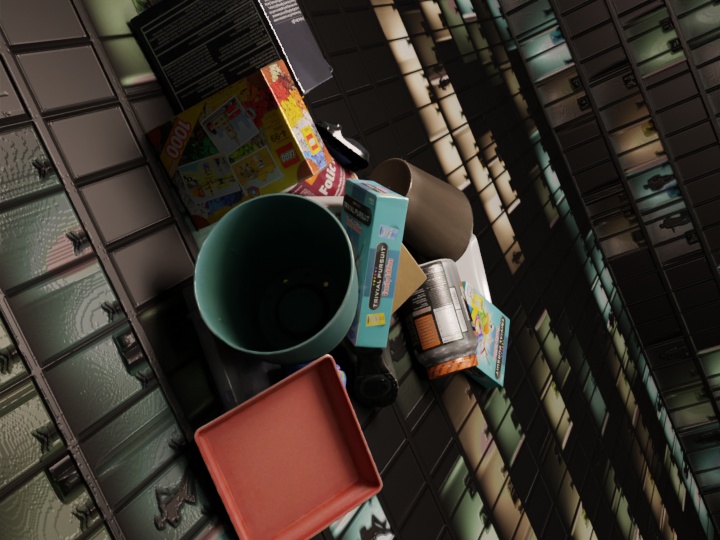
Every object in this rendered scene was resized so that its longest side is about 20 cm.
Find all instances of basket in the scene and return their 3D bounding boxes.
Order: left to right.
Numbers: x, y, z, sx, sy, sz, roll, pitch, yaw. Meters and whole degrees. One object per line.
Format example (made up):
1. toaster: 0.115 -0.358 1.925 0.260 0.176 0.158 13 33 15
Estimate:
1. basket: 0.108 -0.124 1.762 0.199 0.135 0.182 30 45 -46

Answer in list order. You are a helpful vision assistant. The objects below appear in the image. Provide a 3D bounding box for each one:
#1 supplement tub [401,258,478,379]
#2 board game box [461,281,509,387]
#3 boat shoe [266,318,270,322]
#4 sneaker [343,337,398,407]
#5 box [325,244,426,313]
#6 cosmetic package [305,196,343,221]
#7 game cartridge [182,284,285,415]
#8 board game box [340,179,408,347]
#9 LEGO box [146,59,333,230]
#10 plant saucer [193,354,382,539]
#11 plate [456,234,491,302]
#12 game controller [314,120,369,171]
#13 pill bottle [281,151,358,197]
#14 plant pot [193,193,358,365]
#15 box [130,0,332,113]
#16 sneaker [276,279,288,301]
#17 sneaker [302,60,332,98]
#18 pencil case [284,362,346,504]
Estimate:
1. supplement tub: 0.144 0.090 1.682 0.122 0.121 0.203 1 71 -61
2. board game box: 0.236 0.133 1.868 0.200 0.046 0.153 37 55 -46
3. boat shoe: -0.085 0.047 1.356 0.199 0.063 0.072 13 60 -58
4. sneaker: 0.023 0.130 1.444 0.091 0.075 0.202 -77 162 -54
5. box: 0.000 0.000 1.468 0.201 0.163 0.021 51 -9 -33
6. cosmetic package: -0.042 -0.056 1.366 0.198 0.074 0.103 -4 107 -28
7. game cartridge: -0.162 0.107 1.210 0.129 0.038 0.202 -18 88 -59
8. board game box: 0.006 -0.014 1.264 0.151 0.046 0.203 -141 -123 -69
9. LEGO box: -0.160 -0.164 1.216 0.150 0.198 0.077 62 27 -11
10. plant saucer: -0.089 0.234 1.136 0.199 0.037 0.202 -28 106 -24
11. plate: 0.219 -0.001 1.981 0.199 0.032 0.202 20 55 -56
12. game controller: -0.046 -0.196 1.487 0.104 0.042 0.200 44 -8 -12
13. pill bottle: -0.097 -0.150 1.413 0.199 0.113 0.116 33 44 -49
14. plant pot: -0.091 0.028 1.157 0.161 0.198 0.203 61 18 -68
15. box: -0.178 -0.309 1.284 0.200 0.198 0.123 64 27 -12
16. sneaker: -0.092 0.109 1.293 0.072 0.082 0.203 -106 -163 -77
17. sneaker: -0.108 -0.306 1.501 0.078 0.111 0.202 43 37 -39
18. pencil case: -0.056 0.220 1.224 0.078 0.086 0.203 178 -91 -77
